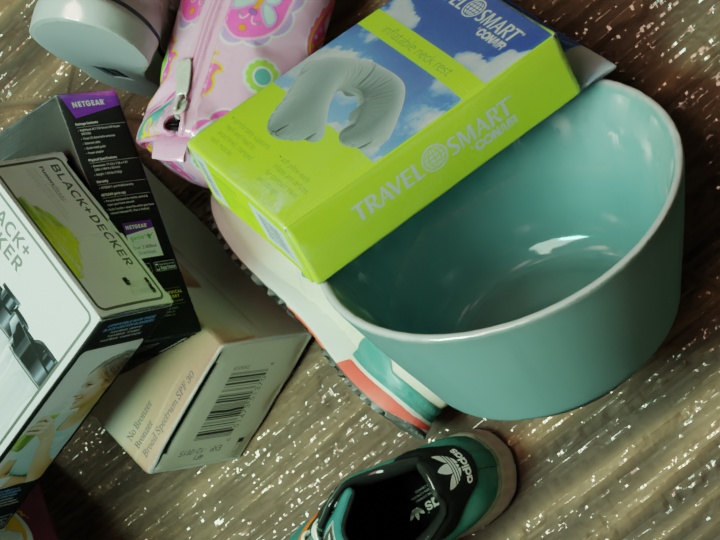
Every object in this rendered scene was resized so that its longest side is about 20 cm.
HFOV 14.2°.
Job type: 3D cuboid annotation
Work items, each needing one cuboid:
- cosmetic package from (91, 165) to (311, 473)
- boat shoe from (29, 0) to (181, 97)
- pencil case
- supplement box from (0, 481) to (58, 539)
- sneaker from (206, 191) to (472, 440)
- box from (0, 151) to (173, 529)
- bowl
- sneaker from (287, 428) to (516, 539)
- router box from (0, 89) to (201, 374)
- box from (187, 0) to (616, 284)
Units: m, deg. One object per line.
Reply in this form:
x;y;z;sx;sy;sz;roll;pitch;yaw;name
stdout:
-0.137;0.015;1.697;0.200;0.087;0.103;43;117;28;cosmetic package
-0.134;-0.148;1.642;0.071;0.200;0.070;12;85;13;boat shoe
-0.062;-0.142;1.621;0.087;0.087;0.200;10;76;34;pencil case
-0.247;0.162;1.704;0.086;0.110;0.200;-60;26;17;supplement box
0.000;0.000;1.629;0.093;0.070;0.200;-45;62;5;sneaker
-0.201;0.044;1.584;0.117;0.060;0.200;53;124;19;box
0.088;0.002;1.505;0.201;0.201;0.105;2;134;34;bowl
-0.007;0.154;1.611;0.200;0.080;0.071;-41;70;27;sneaker
-0.193;0.004;1.647;0.200;0.051;0.149;-27;79;39;router box
0.021;-0.086;1.529;0.200;0.048;0.122;-36;37;-11;box
